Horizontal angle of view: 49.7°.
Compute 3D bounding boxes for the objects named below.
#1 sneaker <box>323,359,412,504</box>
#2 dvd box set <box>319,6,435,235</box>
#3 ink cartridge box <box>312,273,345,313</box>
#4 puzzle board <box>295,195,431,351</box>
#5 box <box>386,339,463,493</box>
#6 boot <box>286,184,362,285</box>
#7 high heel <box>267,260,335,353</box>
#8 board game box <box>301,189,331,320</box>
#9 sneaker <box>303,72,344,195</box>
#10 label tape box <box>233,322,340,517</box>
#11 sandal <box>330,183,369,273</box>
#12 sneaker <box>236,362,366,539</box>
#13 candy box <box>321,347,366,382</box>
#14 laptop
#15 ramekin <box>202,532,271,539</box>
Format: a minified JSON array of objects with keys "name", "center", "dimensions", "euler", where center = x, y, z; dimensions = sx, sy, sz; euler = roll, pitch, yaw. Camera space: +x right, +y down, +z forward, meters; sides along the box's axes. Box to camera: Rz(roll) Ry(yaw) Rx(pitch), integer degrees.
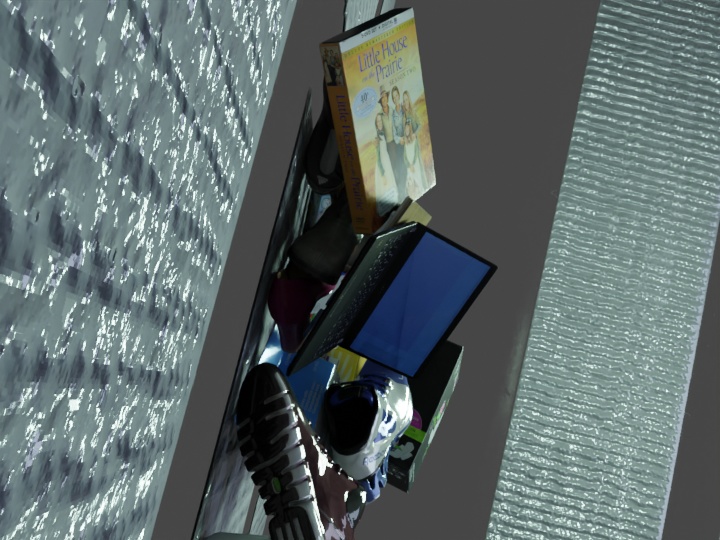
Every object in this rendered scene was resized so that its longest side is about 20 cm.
[{"name":"sneaker","center":[0.010,0.160,0.911],"dimensions":[0.201,0.078,0.117],"euler":[-68,156,-50]},{"name":"dvd box set","center":[0.025,-0.162,0.835],"dimensions":[0.146,0.029,0.205],"euler":[-39,128,-45]},{"name":"ink cartridge box","center":[0.000,0.000,1.086],"dimensions":[0.039,0.195,0.102],"euler":[46,-46,50]},{"name":"puzzle board","center":[0.007,0.008,0.879],"dimensions":[0.202,0.017,0.151],"euler":[-54,168,5]},{"name":"box","center":[0.049,0.193,1.155],"dimensions":[0.203,0.146,0.125],"euler":[-61,164,-24]},{"name":"boot","center":[-0.017,-0.069,0.888],"dimensions":[0.133,0.067,0.200],"euler":[-60,180,18]},{"name":"high heel","center":[-0.063,-0.006,0.902],"dimensions":[0.202,0.065,0.098],"euler":[-85,174,-52]},{"name":"board game box","center":[-0.027,-0.010,1.114],"dimensions":[0.034,0.131,0.205],"euler":[39,-60,53]},{"name":"sneaker","center":[-0.021,-0.185,0.923],"dimensions":[0.115,0.074,0.205],"euler":[150,-38,-80]},{"name":"label tape box","center":[-0.068,0.183,0.894],"dimensions":[0.146,0.061,0.203],"euler":[-70,155,-46]},{"name":"sandal","center":[-0.011,-0.099,1.008],"dimensions":[0.054,0.080,0.206],"euler":[177,-85,-67]},{"name":"sneaker","center":[-0.055,0.194,0.791],"dimensions":[0.075,0.114,0.205],"euler":[-29,-113,32]},{"name":"candy box","center":[-0.046,0.202,1.052],"dimensions":[0.101,0.026,0.206],"euler":[8,-98,52]},{"name":"laptop","center":[0.039,0.050,0.832],"dimensions":[0.179,0.103,0.199],"euler":[-57,167,20]},{"name":"ramekin","center":[-0.134,0.358,0.770],"dimensions":[0.202,0.092,0.208],"euler":[15,89,-90]}]
